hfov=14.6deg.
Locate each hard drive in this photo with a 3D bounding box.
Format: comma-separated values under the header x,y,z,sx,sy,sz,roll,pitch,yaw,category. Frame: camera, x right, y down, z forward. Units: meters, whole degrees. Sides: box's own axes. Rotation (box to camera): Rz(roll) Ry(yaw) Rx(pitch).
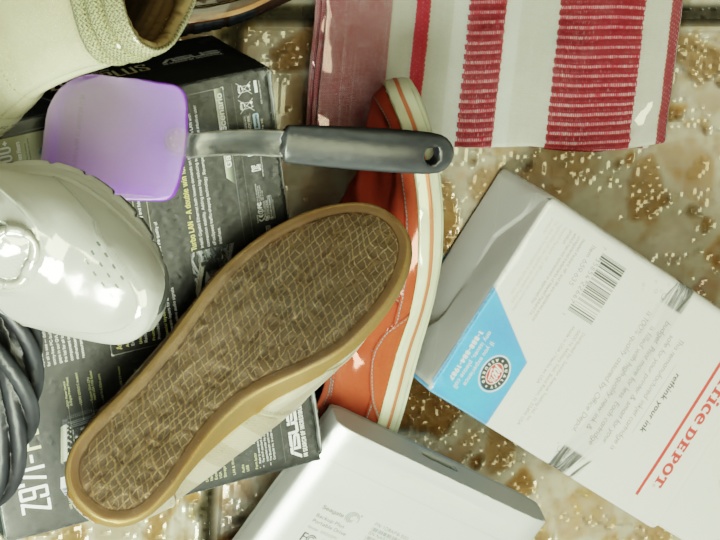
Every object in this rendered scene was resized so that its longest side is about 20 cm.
x,y,z,sx,sy,sz,roll,pitch,yaw,category
-0.016,0.173,1.423,0.132,0.027,0.200,27,109,-26,hard drive

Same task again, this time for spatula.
x,y,z,sx,sy,sz,roll,pitch,yaw,category
-0.047,-0.058,1.279,0.199,0.021,0.057,1,103,-26,spatula

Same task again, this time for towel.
x,y,z,sx,sy,sz,roll,pitch,yaw,category
0.070,-0.132,1.403,0.199,0.023,0.145,0,104,-23,towel

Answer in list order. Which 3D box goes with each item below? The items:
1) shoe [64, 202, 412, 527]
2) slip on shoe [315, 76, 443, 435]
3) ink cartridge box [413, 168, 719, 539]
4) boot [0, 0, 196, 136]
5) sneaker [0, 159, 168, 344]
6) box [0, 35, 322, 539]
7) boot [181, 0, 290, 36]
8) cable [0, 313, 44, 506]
x,y,z,sx,sy,sz,roll,pitch,yaw,category
-0.058,0.042,1.292,0.200,0.053,0.070,-41,83,-11,shoe
0.000,0.000,1.375,0.061,0.074,0.201,3,119,-17,slip on shoe
0.128,0.051,1.453,0.200,0.067,0.116,33,91,-26,ink cartridge box
-0.129,-0.163,1.206,0.072,0.154,0.201,19,63,-39,boot
-0.175,-0.019,1.163,0.199,0.087,0.075,25,110,3,sneaker
-0.118,0.006,1.329,0.163,0.086,0.201,-14,110,-18,box
-0.055,-0.166,1.321,0.199,0.075,0.097,-12,91,-4,boot
-0.224,0.054,1.263,0.199,0.051,0.164,-20,99,25,cable
